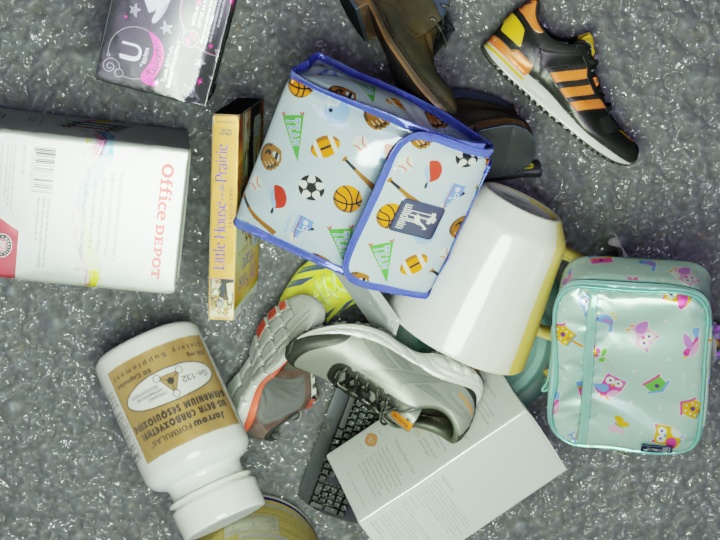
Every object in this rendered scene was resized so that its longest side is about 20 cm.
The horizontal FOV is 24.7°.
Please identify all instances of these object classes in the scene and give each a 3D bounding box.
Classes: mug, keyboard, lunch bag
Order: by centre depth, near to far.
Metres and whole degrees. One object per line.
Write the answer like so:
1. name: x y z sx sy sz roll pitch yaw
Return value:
1. lunch bag: 0.006 -0.083 1.531 0.200 0.124 0.170 26 113 4
2. lunch bag: 0.256 0.086 1.588 0.160 0.077 0.200 3 119 8
3. mug: 0.135 -0.001 1.626 0.149 0.187 0.153 33 107 26
4. keyboard: -0.020 -0.011 1.639 0.011 0.056 0.200 -27 65 -18
5. keyboard: 0.020 0.182 1.738 0.127 0.021 0.200 16 112 -9

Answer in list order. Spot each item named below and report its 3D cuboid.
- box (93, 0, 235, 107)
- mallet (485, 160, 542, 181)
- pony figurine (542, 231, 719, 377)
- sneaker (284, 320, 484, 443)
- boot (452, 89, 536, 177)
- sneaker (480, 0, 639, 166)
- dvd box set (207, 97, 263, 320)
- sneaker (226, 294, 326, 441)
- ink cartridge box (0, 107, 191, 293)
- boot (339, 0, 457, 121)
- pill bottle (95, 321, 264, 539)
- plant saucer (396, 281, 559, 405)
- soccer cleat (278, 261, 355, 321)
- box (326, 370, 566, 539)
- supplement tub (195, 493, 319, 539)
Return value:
1. box: -0.175 -0.272 1.580 0.115 0.132 0.200 15 100 -5
2. mallet: 0.086 -0.102 1.694 0.200 0.066 0.041 -11 140 -18
3. pony figurine: 0.293 0.080 1.709 0.200 0.167 0.193 -36 135 -1
4. sneaker: 0.022 0.108 1.595 0.200 0.074 0.079 18 56 -7
5. boot: 0.072 -0.134 1.656 0.200 0.097 0.075 0 117 0
6. sneaker: 0.221 -0.190 1.667 0.200 0.070 0.090 38 100 -10
7. dvd box set: -0.123 -0.064 1.623 0.029 0.146 0.200 4 102 5
8. sneaker: -0.073 0.103 1.690 0.082 0.077 0.200 17 131 -23
9. ink cartridge box: -0.270 -0.070 1.608 0.200 0.145 0.146 7 102 -7
10. boot: 0.063 -0.232 1.603 0.097 0.075 0.200 -30 63 -7
11. pill bottle: -0.177 0.162 1.650 0.114 0.114 0.200 -26 79 1
12. plant saucer: 0.125 0.069 1.734 0.200 0.036 0.200 -1 102 -5
13. soccer cleat: 0.000 -0.001 1.681 0.200 0.084 0.065 -33 104 2
14. box: 0.085 0.195 1.669 0.200 0.124 0.098 -34 122 2
15. supplement tub: -0.106 0.325 1.683 0.145 0.200 0.146 -1 102 -5
